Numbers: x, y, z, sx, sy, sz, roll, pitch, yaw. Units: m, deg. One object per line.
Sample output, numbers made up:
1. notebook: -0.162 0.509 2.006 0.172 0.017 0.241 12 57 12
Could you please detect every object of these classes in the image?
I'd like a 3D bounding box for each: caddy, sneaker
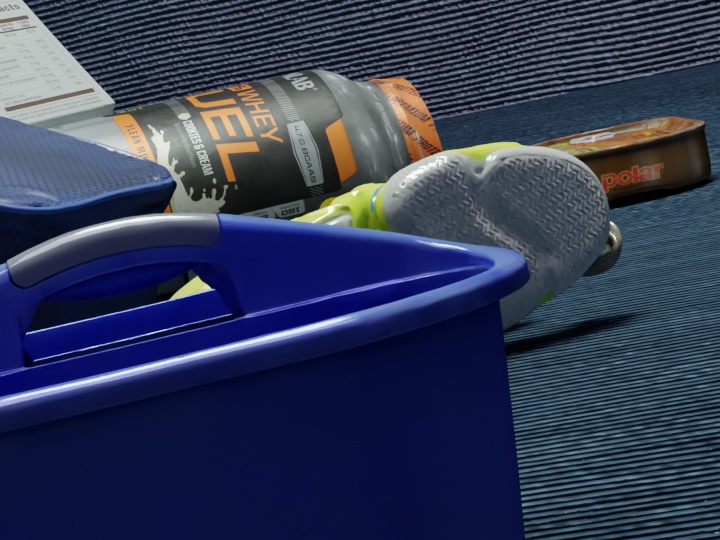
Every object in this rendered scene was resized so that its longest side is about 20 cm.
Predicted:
1. caddy: -0.051 0.039 0.617 0.199 0.106 0.141 -13 5 -9
2. sneaker: 0.000 0.000 1.023 0.199 0.076 0.105 -19 5 -16

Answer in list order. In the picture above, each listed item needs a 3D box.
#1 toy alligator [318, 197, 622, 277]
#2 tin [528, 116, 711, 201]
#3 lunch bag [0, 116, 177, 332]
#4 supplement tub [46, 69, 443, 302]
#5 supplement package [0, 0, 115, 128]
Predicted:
1. toy alligator: 0.033 0.005 1.091 0.199 0.060 0.054 -1 -33 32
2. tin: 0.157 -0.067 1.576 0.111 0.042 0.200 -8 6 -2
3. lunch bag: -0.179 0.010 0.923 0.199 0.133 0.136 17 15 25
4. supplement tub: -0.063 -0.029 1.238 0.199 0.123 0.122 -14 6 -17
5. supplement package: -0.250 -0.038 1.285 0.155 0.111 0.200 -19 -31 -50
